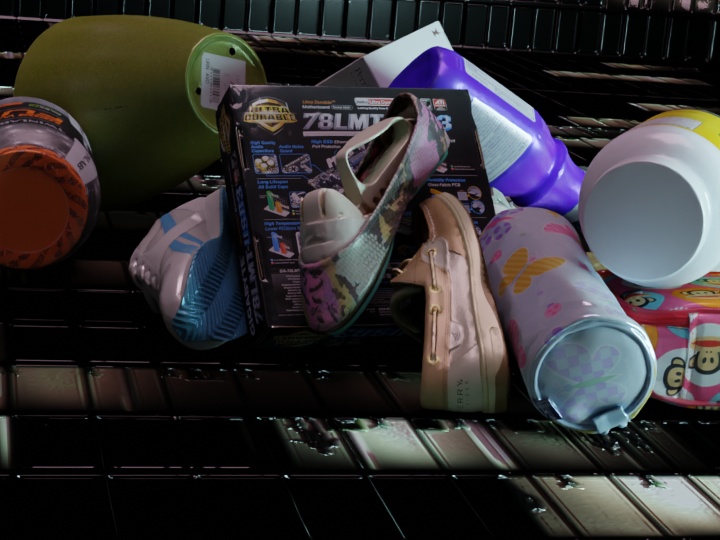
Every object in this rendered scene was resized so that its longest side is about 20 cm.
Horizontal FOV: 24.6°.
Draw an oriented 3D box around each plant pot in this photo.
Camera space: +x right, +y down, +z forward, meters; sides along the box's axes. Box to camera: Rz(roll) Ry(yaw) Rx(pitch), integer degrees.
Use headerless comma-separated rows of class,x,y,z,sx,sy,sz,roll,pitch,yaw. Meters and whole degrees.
plant pot,-0.184,-0.154,1.503,0.187,0.187,0.200,-8,3,-43

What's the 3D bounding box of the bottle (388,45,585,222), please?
bottle,0.114,-0.106,1.382,0.200,0.084,0.065,31,35,-28

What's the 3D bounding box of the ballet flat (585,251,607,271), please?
ballet flat,0.193,0.024,1.302,0.200,0.068,0.072,-1,33,-38

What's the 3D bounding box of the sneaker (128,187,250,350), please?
sneaker,-0.127,0.009,1.221,0.081,0.077,0.200,-24,20,10

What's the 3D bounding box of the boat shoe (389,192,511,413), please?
boat shoe,0.052,0.018,1.128,0.066,0.074,0.200,-7,39,-5

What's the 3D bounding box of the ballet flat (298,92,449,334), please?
ballet flat,-0.001,-0.048,1.157,0.069,0.071,0.200,-5,43,43

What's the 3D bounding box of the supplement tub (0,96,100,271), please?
supplement tub,-0.279,-0.071,1.368,0.122,0.123,0.200,2,14,-13

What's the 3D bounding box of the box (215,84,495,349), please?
box,0.003,-0.042,1.229,0.200,0.199,0.050,-2,-25,-22

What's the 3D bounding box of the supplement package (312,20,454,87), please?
supplement package,0.001,-0.125,1.487,0.109,0.114,0.200,-32,3,-42

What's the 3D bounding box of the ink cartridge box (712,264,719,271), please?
ink cartridge box,0.304,-0.019,1.446,0.200,0.084,0.145,6,14,5

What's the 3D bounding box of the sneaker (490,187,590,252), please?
sneaker,0.140,-0.002,1.365,0.200,0.074,0.089,16,36,-52

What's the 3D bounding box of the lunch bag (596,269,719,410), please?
lunch bag,0.264,0.045,1.194,0.200,0.082,0.176,2,9,-5

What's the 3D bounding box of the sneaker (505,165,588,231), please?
sneaker,0.195,-0.048,1.601,0.082,0.073,0.200,38,31,27

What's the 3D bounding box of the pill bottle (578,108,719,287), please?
pill bottle,0.216,-0.050,1.160,0.112,0.112,0.200,9,14,18

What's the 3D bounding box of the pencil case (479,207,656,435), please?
pencil case,0.134,0.029,1.114,0.083,0.091,0.200,-37,26,9
